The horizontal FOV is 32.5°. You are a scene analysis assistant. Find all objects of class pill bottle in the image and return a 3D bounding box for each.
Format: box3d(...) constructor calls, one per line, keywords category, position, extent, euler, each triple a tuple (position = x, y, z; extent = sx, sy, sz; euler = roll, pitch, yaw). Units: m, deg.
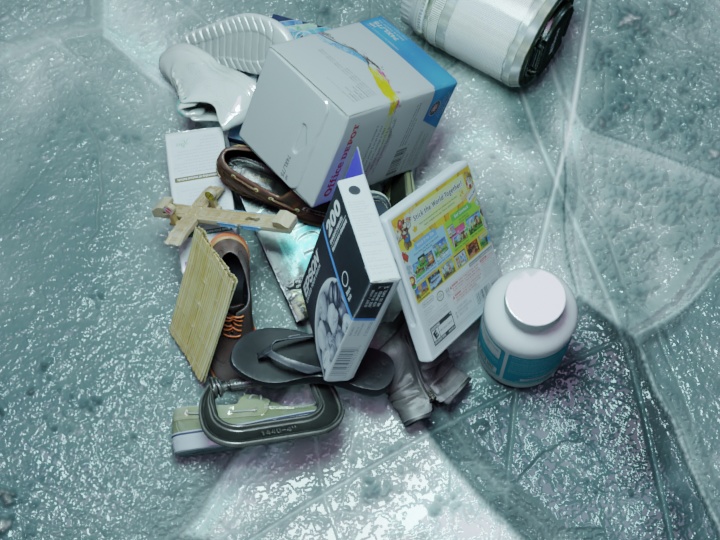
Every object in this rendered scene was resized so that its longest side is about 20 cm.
box3d(category="pill bottle", position=(0.200, 0.065, 1.482), extent=(0.111, 0.200, 0.111), euler=(0, 70, 1))

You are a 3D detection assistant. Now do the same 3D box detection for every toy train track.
box3d(category="toy train track", position=(-0.171, -0.074, 1.512), extent=(0.200, 0.033, 0.115), euler=(8, 46, 26))

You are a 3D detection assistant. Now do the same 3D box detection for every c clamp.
box3d(category="c clamp", position=(-0.106, 0.150, 1.500), extent=(0.200, 0.027, 0.171), euler=(-10, 41, -20))

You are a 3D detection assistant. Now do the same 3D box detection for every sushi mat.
box3d(category="sushi mat", position=(-0.194, 0.044, 1.506), extent=(0.012, 0.200, 0.096), euler=(-15, 56, -32))

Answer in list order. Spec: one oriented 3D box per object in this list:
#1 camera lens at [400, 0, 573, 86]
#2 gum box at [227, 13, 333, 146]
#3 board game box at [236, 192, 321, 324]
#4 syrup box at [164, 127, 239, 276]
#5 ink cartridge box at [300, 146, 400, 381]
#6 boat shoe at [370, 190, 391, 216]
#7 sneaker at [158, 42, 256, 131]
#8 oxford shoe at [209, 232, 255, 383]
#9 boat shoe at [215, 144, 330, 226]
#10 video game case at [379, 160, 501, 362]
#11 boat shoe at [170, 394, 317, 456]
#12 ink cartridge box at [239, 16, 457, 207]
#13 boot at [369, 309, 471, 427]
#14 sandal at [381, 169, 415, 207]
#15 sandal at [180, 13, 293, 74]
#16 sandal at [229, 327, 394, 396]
box3d(category="camera lens", position=(0.174, -0.353, 1.661), extent=(0.200, 0.160, 0.160), euler=(30, 73, 12))
box3d(category="gum box", position=(-0.069, -0.238, 1.688), extent=(0.170, 0.045, 0.200), euler=(15, 71, 7))
box3d(category="board game box", position=(-0.064, -0.048, 1.601), extent=(0.135, 0.028, 0.200), euler=(-25, 85, -7))
box3d(category="syrup box", position=(-0.202, -0.078, 1.614), extent=(0.081, 0.079, 0.200), euler=(-8, 70, -3))
box3d(category="ink cartridge box", position=(-0.023, -0.007, 1.441), extent=(0.043, 0.198, 0.200), euler=(-1, 52, -20))
box3d(category="boat shoe", position=(0.000, 0.000, 1.542), extent=(0.075, 0.062, 0.200), euler=(17, 95, -8))
box3d(category="sneaker", position=(-0.220, -0.240, 1.648), extent=(0.200, 0.075, 0.088), euler=(28, 63, 38))
box3d(category="oxford shoe", position=(-0.165, 0.058, 1.524), extent=(0.071, 0.073, 0.200), euler=(-5, 106, -7))
box3d(category="boat shoe", position=(-0.086, -0.107, 1.557), extent=(0.200, 0.070, 0.070), euler=(15, 75, -5))
box3d(category="video game case", position=(0.101, -0.015, 1.490), extent=(0.023, 0.182, 0.200), euler=(-6, 20, 38))
box3d(category="boat shoe", position=(-0.137, 0.183, 1.517), extent=(0.200, 0.072, 0.062), euler=(-9, 76, 1))
box3d(category="ink cartridge box", position=(-0.016, -0.198, 1.522), extent=(0.200, 0.147, 0.146), euler=(-24, 60, -42))
box3d(category="boot", position=(0.096, 0.095, 1.555), extent=(0.200, 0.070, 0.132), euler=(-42, 81, -7))
box3d(category="sandal", position=(0.071, -0.056, 1.592), extent=(0.057, 0.080, 0.201), euler=(12, 41, -32))
box3d(category="sandal", position=(-0.162, -0.310, 1.676), extent=(0.203, 0.082, 0.050), euler=(6, 25, 35))
box3d(category="sandal", position=(-0.058, 0.103, 1.491), extent=(0.200, 0.043, 0.076), euler=(5, 58, 0))
